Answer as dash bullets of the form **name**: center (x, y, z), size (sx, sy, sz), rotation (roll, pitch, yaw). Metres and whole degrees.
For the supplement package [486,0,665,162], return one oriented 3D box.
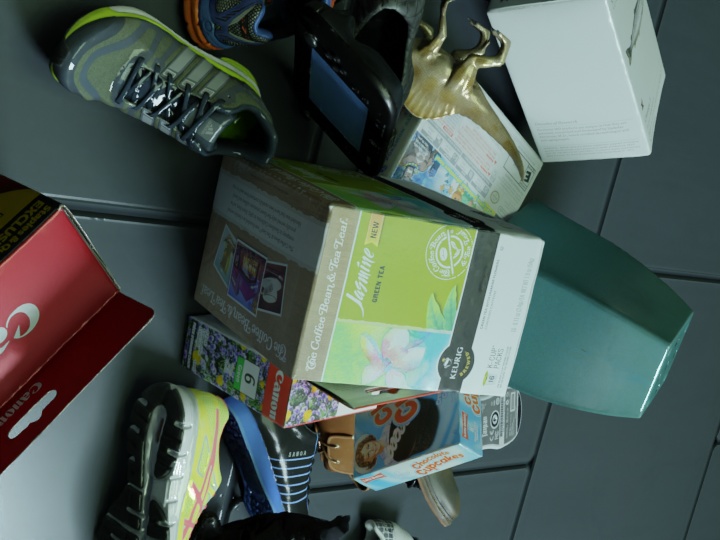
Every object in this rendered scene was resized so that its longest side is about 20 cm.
- **supplement package**: center (0.213, -0.217, 1.172), size (0.201, 0.116, 0.118), rotation (59, 40, -43)

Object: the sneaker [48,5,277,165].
- **sneaker**: center (-0.131, -0.128, 0.873), size (0.199, 0.081, 0.074), rotation (11, 120, -48)

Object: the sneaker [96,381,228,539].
- **sneaker**: center (-0.154, 0.190, 1.009), size (0.090, 0.078, 0.202), rotation (1, 109, -58)

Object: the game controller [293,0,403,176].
- **game controller**: center (-0.012, -0.134, 0.934), size (0.042, 0.105, 0.200), rotation (-32, 172, -9)

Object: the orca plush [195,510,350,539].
- **orca plush**: center (-0.110, 0.237, 1.024), size (0.071, 0.199, 0.106), rotation (52, 38, -23)

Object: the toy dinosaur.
- **toy dinosaur**: center (0.085, -0.173, 1.076), size (0.199, 0.058, 0.101), rotation (35, 96, -10)

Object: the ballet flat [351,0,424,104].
- **ballet flat**: center (0.012, -0.178, 0.991), size (0.200, 0.066, 0.057), rotation (99, 9, -61)

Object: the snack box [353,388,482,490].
- **snack box**: center (0.049, 0.084, 1.075), size (0.037, 0.116, 0.201), rotation (34, 44, -39)

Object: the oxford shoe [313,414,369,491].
- **oxford shoe**: center (-0.016, 0.152, 1.146), size (0.071, 0.071, 0.200), rotation (-47, 136, -12)

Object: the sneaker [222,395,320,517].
- **sneaker**: center (-0.068, 0.179, 1.099), size (0.078, 0.070, 0.201), rotation (-32, 127, -26)

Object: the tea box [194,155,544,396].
- **tea box**: center (0.000, 0.000, 0.961), size (0.195, 0.200, 0.135), rotation (6, 103, -31)

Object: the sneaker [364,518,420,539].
- **sneaker**: center (-0.007, 0.354, 1.253), size (0.080, 0.076, 0.201), rotation (35, 75, -37)

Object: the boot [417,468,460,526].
- **boot**: center (0.086, 0.140, 1.168), size (0.075, 0.096, 0.202), rotation (-40, 113, -85)

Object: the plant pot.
- **plant pot**: center (0.216, 0.050, 1.210), size (0.141, 0.199, 0.142), rotation (-37, 148, -54)

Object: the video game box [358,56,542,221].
- **video game box**: center (0.081, -0.079, 1.167), size (0.200, 0.047, 0.183), rotation (39, 74, -48)

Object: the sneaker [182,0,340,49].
- **sneaker**: center (-0.041, -0.220, 0.946), size (0.200, 0.078, 0.076), rotation (-39, 132, -29)

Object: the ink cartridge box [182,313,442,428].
- **ink cartridge box**: center (-0.042, 0.087, 0.985), size (0.108, 0.199, 0.051), rotation (-5, 112, -46)

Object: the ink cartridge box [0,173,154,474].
- **ink cartridge box**: center (-0.257, 0.041, 0.751), size (0.200, 0.175, 0.084), rotation (-48, 136, -22)

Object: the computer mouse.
- **computer mouse**: center (0.109, 0.164, 1.294), size (0.199, 0.044, 0.111), rotation (-2, 94, -54)
